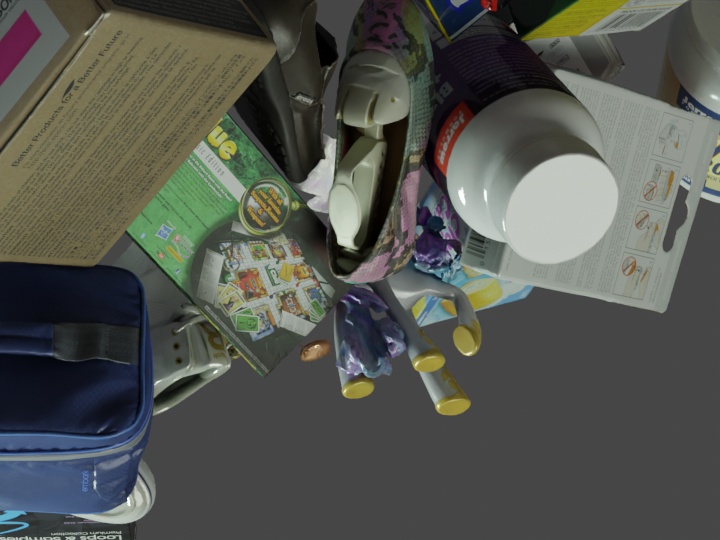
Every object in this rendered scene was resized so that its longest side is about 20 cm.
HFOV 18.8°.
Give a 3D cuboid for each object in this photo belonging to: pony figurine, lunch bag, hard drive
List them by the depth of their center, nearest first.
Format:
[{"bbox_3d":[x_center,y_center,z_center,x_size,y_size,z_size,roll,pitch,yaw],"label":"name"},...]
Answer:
[{"bbox_3d":[-0.232,0.067,1.388,0.199,0.136,0.132,1,147,-9],"label":"lunch bag"},{"bbox_3d":[0.000,0.000,1.609,0.193,0.200,0.167,12,137,-42],"label":"pony figurine"},{"bbox_3d":[0.122,-0.154,1.647,0.140,0.038,0.200,-40,156,4],"label":"hard drive"}]

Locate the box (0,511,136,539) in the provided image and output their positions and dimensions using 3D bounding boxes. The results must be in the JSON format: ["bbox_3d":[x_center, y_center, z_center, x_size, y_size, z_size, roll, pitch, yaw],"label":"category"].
[{"bbox_3d":[-0.246,0.171,1.641,0.142,0.036,0.200,0,152,-1],"label":"box"}]

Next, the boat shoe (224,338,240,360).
[{"bbox_3d":[-0.138,0.068,1.654,0.200,0.063,0.073,-30,155,-17],"label":"boat shoe"}]

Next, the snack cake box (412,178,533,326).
[{"bbox_3d":[0.103,-0.033,1.741,0.115,0.067,0.200,-14,160,-20],"label":"snack cake box"}]

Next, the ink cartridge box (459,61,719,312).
[{"bbox_3d":[0.177,-0.062,1.646,0.200,0.050,0.163,11,97,-44],"label":"ink cartridge box"}]

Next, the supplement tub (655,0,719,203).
[{"bbox_3d":[0.318,-0.159,1.778,0.144,0.145,0.200,-31,156,-14],"label":"supplement tub"}]

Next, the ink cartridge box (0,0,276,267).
[{"bbox_3d":[-0.172,-0.096,1.293,0.200,0.075,0.165,-47,154,22],"label":"ink cartridge box"}]

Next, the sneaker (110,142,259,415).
[{"bbox_3d":[-0.111,0.013,1.529,0.200,0.116,0.074,-49,152,23],"label":"sneaker"}]

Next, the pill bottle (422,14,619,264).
[{"bbox_3d":[0.098,-0.088,1.475,0.111,0.200,0.112,-10,122,-16],"label":"pill bottle"}]

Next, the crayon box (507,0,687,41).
[{"bbox_3d":[0.205,-0.220,1.463,0.127,0.051,0.200,-9,167,-39],"label":"crayon box"}]

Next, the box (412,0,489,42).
[{"bbox_3d":[0.043,-0.224,1.373,0.070,0.064,0.200,-38,156,1],"label":"box"}]

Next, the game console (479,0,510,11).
[{"bbox_3d":[0.138,-0.279,1.368,0.200,0.031,0.177,-50,165,-27],"label":"game console"}]

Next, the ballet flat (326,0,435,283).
[{"bbox_3d":[0.008,-0.084,1.448,0.071,0.069,0.201,-26,125,-57],"label":"ballet flat"}]

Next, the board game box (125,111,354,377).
[{"bbox_3d":[-0.088,-0.026,1.460,0.105,0.023,0.200,-44,125,-5],"label":"board game box"}]

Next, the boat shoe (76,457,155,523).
[{"bbox_3d":[-0.231,0.134,1.503,0.200,0.070,0.071,32,115,-23],"label":"boat shoe"}]

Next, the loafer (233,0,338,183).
[{"bbox_3d":[-0.042,-0.126,1.422,0.071,0.073,0.200,-33,157,-11],"label":"loafer"}]
